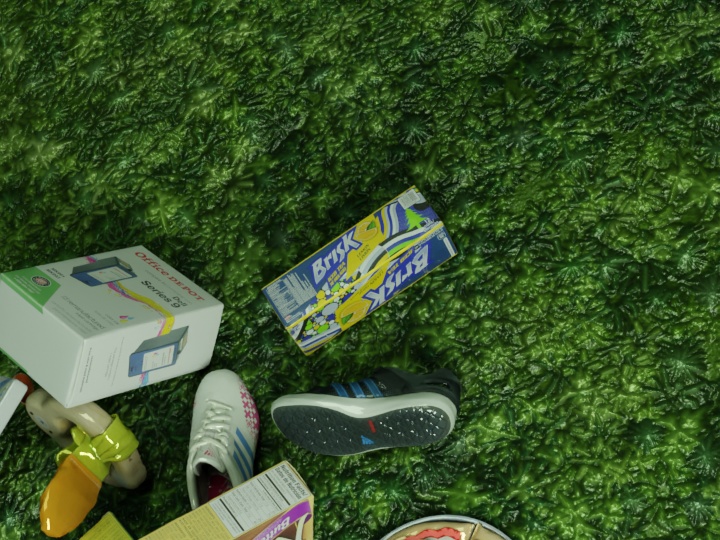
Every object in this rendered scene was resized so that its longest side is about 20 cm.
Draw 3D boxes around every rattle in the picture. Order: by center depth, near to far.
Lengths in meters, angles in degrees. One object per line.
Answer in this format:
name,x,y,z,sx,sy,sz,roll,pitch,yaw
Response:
rattle,-0.331,0.194,1.633,0.199,0.130,0.143,21,71,30

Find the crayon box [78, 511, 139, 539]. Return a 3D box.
crayon box,-0.235,0.355,1.552,0.127,0.051,0.200,-42,55,-7

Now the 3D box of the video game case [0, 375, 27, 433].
video game case,-0.456,0.199,1.691,0.182,0.022,0.201,2,58,53

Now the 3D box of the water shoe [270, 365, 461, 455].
water shoe,0.008,0.140,1.590,0.199,0.072,0.079,-1,34,21

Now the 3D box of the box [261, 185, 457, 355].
box,0.000,0.000,1.659,0.200,0.070,0.064,-34,57,-1

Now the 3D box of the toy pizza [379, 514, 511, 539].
toy pizza,0.072,0.323,1.470,0.199,0.032,0.201,-9,59,15

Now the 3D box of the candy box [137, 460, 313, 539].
candy box,-0.139,0.275,1.485,0.199,0.117,0.056,-25,52,-24

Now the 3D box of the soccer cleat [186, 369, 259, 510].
soccer cleat,-0.143,0.180,1.598,0.070,0.086,0.201,-15,57,11

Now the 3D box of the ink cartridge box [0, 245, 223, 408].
ink cartridge box,-0.267,0.054,1.648,0.145,0.200,0.088,34,118,31
